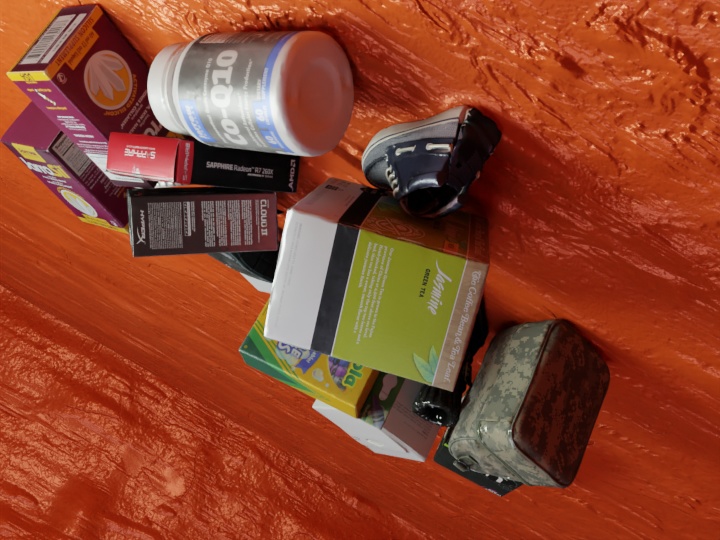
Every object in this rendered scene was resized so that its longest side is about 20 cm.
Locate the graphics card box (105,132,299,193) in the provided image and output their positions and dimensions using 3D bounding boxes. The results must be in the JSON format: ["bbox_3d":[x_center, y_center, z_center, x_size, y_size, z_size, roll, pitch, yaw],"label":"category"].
[{"bbox_3d":[-0.180,-0.125,0.896,0.124,0.052,0.199,11,-173,36],"label":"graphics card box"}]

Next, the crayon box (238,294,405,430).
[{"bbox_3d":[-0.036,0.096,0.956,0.197,0.127,0.052,24,157,13],"label":"crayon box"}]

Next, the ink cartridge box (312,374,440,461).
[{"bbox_3d":[0.052,0.163,1.158,0.144,0.202,0.145,38,156,-22],"label":"ink cartridge box"}]

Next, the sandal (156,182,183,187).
[{"bbox_3d":[-0.285,-0.156,1.085,0.200,0.084,0.050,15,-163,28],"label":"sandal"}]

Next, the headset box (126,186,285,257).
[{"bbox_3d":[-0.198,-0.068,0.985,0.196,0.079,0.149,-4,-169,-17],"label":"headset box"}]

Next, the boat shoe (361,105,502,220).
[{"bbox_3d":[0.049,-0.095,0.764,0.074,0.094,0.199,37,156,-20],"label":"boat shoe"}]

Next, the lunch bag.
[{"bbox_3d":[0.211,0.173,1.002,0.139,0.202,0.167,41,151,-22],"label":"lunch bag"}]

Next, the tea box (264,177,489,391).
[{"bbox_3d":[0.026,0.003,0.787,0.194,0.136,0.200,16,-163,4],"label":"tea box"}]

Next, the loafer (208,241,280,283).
[{"bbox_3d":[-0.189,-0.038,1.149,0.199,0.074,0.072,35,154,-17],"label":"loafer"}]

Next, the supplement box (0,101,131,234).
[{"bbox_3d":[-0.424,-0.163,1.173,0.129,0.104,0.201,14,153,35],"label":"supplement box"}]

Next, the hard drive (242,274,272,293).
[{"bbox_3d":[-0.138,0.001,1.274,0.198,0.027,0.132,7,149,43],"label":"hard drive"}]

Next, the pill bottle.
[{"bbox_3d":[-0.114,-0.179,0.759,0.198,0.115,0.114,11,152,36],"label":"pill bottle"}]

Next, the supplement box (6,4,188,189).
[{"bbox_3d":[-0.312,-0.208,0.936,0.085,0.111,0.201,9,151,36],"label":"supplement box"}]

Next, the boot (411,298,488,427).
[{"bbox_3d":[0.111,0.110,1.030,0.078,0.159,0.212,13,153,33],"label":"boot"}]

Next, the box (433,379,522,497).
[{"bbox_3d":[0.226,0.294,1.322,0.147,0.125,0.201,27,158,8],"label":"box"}]
